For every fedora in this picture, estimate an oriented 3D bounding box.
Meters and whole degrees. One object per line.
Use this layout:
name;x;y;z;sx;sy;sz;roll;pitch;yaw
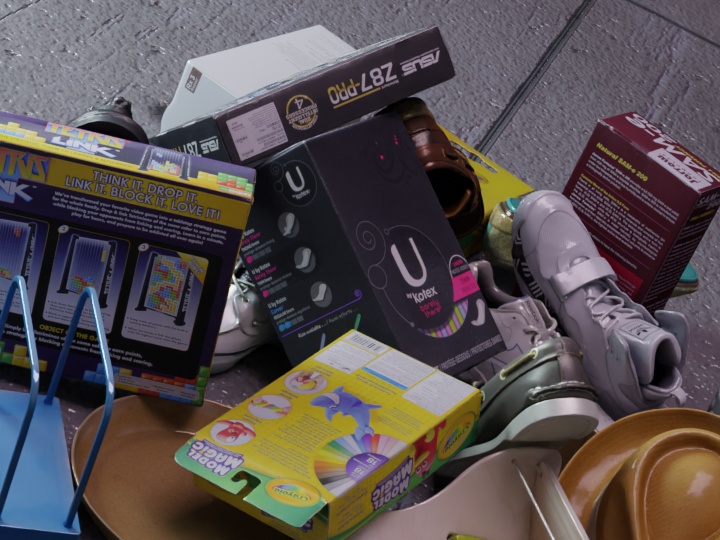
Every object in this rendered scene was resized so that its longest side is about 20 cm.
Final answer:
fedora;0.223;0.175;1.590;0.200;0.082;0.201;0;62;0

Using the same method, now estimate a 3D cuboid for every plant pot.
plant pot;-0.101;0.156;1.520;0.200;0.028;0.200;20;29;-11

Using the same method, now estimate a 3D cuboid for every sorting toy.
sorting toy;0.072;0.214;1.488;0.180;0.107;0.200;5;34;-24

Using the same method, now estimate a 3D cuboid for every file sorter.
file sorter;-0.266;0.073;1.421;0.200;0.123;0.139;9;32;-20

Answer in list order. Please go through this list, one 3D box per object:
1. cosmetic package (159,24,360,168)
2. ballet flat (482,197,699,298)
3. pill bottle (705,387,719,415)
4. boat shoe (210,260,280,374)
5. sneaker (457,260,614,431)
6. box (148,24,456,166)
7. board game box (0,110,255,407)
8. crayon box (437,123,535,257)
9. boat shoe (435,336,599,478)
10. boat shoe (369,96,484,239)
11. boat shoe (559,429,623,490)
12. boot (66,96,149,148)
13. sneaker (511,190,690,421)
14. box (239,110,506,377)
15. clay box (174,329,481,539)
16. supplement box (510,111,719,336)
cosmetic package;-0.079;-0.129;1.916;0.081;0.113;0.200;36;32;19
ballet flat;0.195;-0.004;1.969;0.200;0.071;0.071;19;29;-18
pill bottle;0.326;0.113;1.739;0.114;0.200;0.114;19;29;-11
boat shoe;-0.090;0.022;1.705;0.074;0.067;0.200;39;32;24
sneaker;0.127;0.072;1.770;0.200;0.087;0.074;41;31;24
box;-0.050;-0.124;1.727;0.200;0.049;0.161;-25;9;-25
board game box;-0.185;-0.009;1.553;0.200;0.166;0.057;13;23;-5
crayon box;0.050;-0.062;1.966;0.127;0.051;0.200;37;32;20
boat shoe;0.107;0.102;1.601;0.072;0.202;0.060;2;71;-21
boat shoe;0.058;-0.064;1.793;0.068;0.072;0.200;59;4;27
boat shoe;0.179;0.169;1.685;0.200;0.072;0.065;36;-9;20
boot;-0.195;-0.071;1.655;0.073;0.198;0.163;25;35;-7
sneaker;0.192;0.027;1.774;0.075;0.115;0.200;-23;96;-28
box;0.000;0.000;1.676;0.122;0.106;0.200;-24;88;-52
clay box;-0.022;0.117;1.521;0.115;0.048;0.200;25;38;30
supplement box;0.207;-0.017;1.858;0.109;0.200;0.061;39;32;23
